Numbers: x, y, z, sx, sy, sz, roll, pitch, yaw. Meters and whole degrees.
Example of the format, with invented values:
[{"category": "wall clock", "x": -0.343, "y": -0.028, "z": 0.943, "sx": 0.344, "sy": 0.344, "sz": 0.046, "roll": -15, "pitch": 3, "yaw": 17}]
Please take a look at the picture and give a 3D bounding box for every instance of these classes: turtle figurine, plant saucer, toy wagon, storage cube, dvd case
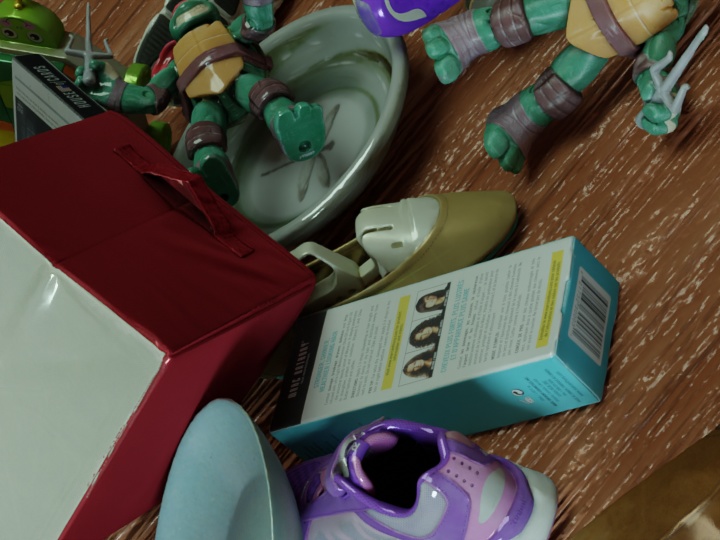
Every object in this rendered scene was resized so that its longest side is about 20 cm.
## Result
[{"category": "turtle figurine", "x": -0.098, "y": -0.132, "z": 1.529, "sx": 0.150, "sy": 0.101, "sz": 0.200, "roll": -44, "pitch": 47, "yaw": 16}, {"category": "turtle figurine", "x": 0.143, "y": -0.145, "z": 1.363, "sx": 0.199, "sy": 0.150, "sz": 0.101, "roll": -29, "pitch": -5, "yaw": 28}, {"category": "plant saucer", "x": -0.067, "y": 0.171, "z": 1.298, "sx": 0.201, "sy": 0.038, "sz": 0.202, "roll": -174, "pitch": 90, "yaw": -67}, {"category": "plant saucer", "x": -0.039, "y": -0.078, "z": 1.542, "sx": 0.199, "sy": 0.050, "sz": 0.201, "roll": -28, "pitch": 40, "yaw": 26}, {"category": "toy wagon", "x": -0.218, "y": -0.128, "z": 1.645, "sx": 0.154, "sy": 0.200, "sz": 0.040, "roll": 10, "pitch": 61, "yaw": 14}, {"category": "storage cube", "x": -0.165, "y": 0.037, "z": 1.364, "sx": 0.200, "sy": 0.171, "sz": 0.180, "roll": -57, "pitch": -13, "yaw": 26}, {"category": "dvd case", "x": -0.190, "y": -0.025, "z": 1.558, "sx": 0.025, "sy": 0.201, "sz": 0.150, "roll": -10, "pitch": 25, "yaw": -25}]

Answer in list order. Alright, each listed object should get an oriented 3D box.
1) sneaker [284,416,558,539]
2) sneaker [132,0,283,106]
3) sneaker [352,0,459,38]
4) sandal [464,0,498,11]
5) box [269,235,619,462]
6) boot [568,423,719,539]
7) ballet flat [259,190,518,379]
[{"category": "sneaker", "x": 0.009, "y": 0.116, "z": 1.276, "sx": 0.199, "sy": 0.088, "sz": 0.081, "roll": -6, "pitch": 55, "yaw": 47}, {"category": "sneaker", "x": -0.095, "y": -0.196, "z": 1.713, "sx": 0.200, "sy": 0.081, "sz": 0.083, "roll": -55, "pitch": 19, "yaw": -21}, {"category": "sneaker", "x": 0.081, "y": -0.218, "z": 1.487, "sx": 0.200, "sy": 0.070, "sz": 0.099, "roll": -44, "pitch": 28, "yaw": -23}, {"category": "sandal", "x": 0.147, "y": -0.195, "z": 1.437, "sx": 0.200, "sy": 0.082, "sz": 0.055, "roll": -36, "pitch": 60, "yaw": 25}, {"category": "box", "x": 0.045, "y": 0.050, "z": 1.333, "sx": 0.199, "sy": 0.049, "sz": 0.083, "roll": -17, "pitch": 45, "yaw": 36}, {"category": "boot", "x": 0.180, "y": 0.081, "z": 1.172, "sx": 0.200, "sy": 0.068, "sz": 0.189, "roll": -46, "pitch": 42, "yaw": 16}, {"category": "ballet flat", "x": 0.000, "y": 0.000, "z": 1.415, "sx": 0.199, "sy": 0.063, "sz": 0.069, "roll": -33, "pitch": 32, "yaw": 20}]
